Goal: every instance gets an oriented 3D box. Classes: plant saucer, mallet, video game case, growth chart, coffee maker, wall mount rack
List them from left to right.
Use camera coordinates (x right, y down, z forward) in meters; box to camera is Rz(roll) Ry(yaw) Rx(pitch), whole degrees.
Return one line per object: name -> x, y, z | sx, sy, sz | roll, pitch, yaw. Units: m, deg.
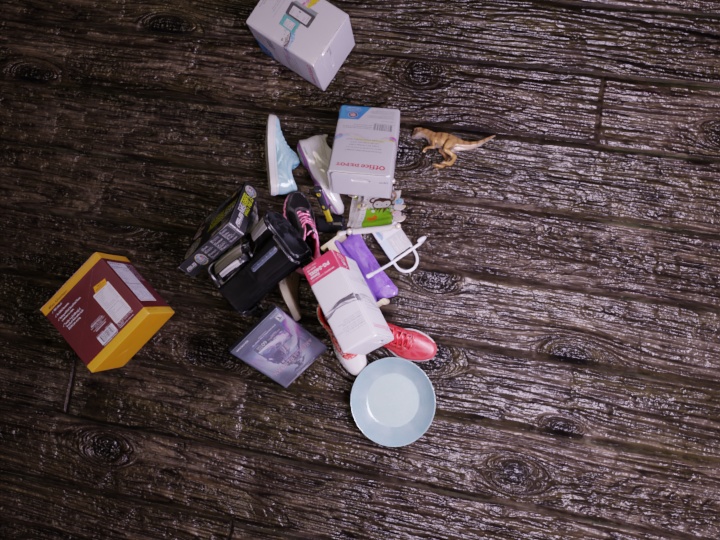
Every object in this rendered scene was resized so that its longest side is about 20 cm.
coffee maker -> -0.207, -0.002, 1.230 | 0.199, 0.135, 0.192 | -36, 112, 22
video game case -> -0.183, 0.179, 1.260 | 0.143, 0.200, 0.019 | -43, 41, 2
mallet -> -0.070, -0.138, 1.254 | 0.065, 0.200, 0.042 | 5, 71, 2
growth chart -> 0.032, -0.148, 1.263 | 0.142, 0.018, 0.202 | -11, 41, 11
wall mount rack -> 0.050, -0.074, 1.284 | 0.173, 0.075, 0.201 | -33, 82, -10
plant saucer -> 0.076, 0.304, 1.283 | 0.197, 0.039, 0.205 | 0, 87, 6

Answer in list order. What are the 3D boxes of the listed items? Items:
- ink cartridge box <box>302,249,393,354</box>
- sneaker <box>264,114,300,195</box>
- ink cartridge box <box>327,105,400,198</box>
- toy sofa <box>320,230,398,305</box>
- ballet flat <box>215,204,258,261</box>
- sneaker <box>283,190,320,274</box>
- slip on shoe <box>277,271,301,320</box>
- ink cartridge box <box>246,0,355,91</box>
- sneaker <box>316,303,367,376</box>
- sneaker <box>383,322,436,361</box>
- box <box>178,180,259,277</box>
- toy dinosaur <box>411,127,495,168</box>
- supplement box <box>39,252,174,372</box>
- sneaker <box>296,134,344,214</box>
ink cartridge box -> -0.023, 0.072, 1.158 | 0.083, 0.145, 0.202 | -31, 72, 12
sneaker -> -0.191, -0.283, 1.348 | 0.081, 0.074, 0.204 | -3, 85, -17
ink cartridge box -> 0.011, -0.275, 1.270 | 0.142, 0.085, 0.203 | 6, 61, 6
toy sofa -> 0.000, 0.000, 1.291 | 0.097, 0.083, 0.201 | -34, 83, 5
ballet flat -> -0.286, -0.086, 1.347 | 0.071, 0.072, 0.203 | 26, 90, 8
sneaker -> -0.129, -0.098, 1.293 | 0.078, 0.095, 0.203 | -6, 79, -26
slip on shoe -> -0.173, 0.020, 1.321 | 0.060, 0.076, 0.202 | -20, 80, -12
ink cartridge box -> -0.137, -0.566, 1.314 | 0.199, 0.147, 0.147 | 35, 90, 7
sneaker -> -0.046, 0.155, 1.273 | 0.066, 0.108, 0.204 | -23, 84, 5
sneaker -> 0.078, 0.161, 1.254 | 0.197, 0.116, 0.080 | 15, 88, 8
box -> -0.325, -0.096, 1.266 | 0.199, 0.162, 0.044 | -34, 121, 32
toy dinosaur -> 0.214, -0.296, 1.298 | 0.197, 0.060, 0.108 | 13, 86, 7
supplement box -> -0.609, 0.099, 1.331 | 0.197, 0.133, 0.200 | -44, 82, 2
sneaker -> -0.074, -0.235, 1.320 | 0.099, 0.075, 0.202 | -25, 91, -13
